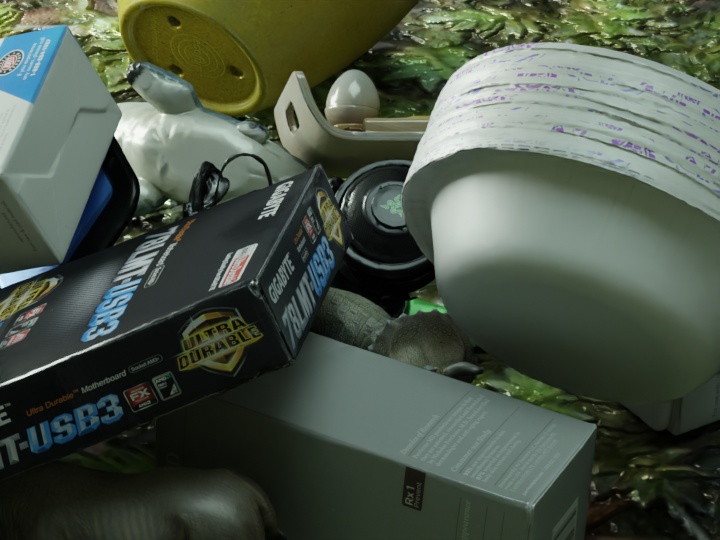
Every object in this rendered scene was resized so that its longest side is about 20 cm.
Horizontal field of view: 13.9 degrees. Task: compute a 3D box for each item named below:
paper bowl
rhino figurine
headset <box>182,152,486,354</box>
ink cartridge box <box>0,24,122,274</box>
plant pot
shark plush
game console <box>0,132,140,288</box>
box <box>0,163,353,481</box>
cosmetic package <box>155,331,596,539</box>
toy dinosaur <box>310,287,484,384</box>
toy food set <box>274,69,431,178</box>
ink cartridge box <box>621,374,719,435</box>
[{"bbox_3d":[0.115,-0.011,1.413,0.200,0.201,0.105,14,64,17],"label":"paper bowl"},{"bbox_3d":[-0.126,0.127,1.362,0.199,0.088,0.060,1,26,15],"label":"rhino figurine"},{"bbox_3d":[0.000,0.000,1.542,0.199,0.123,0.094,25,63,-12],"label":"headset"},{"bbox_3d":[-0.237,-0.051,1.548,0.199,0.067,0.116,-9,42,27],"label":"ink cartridge box"},{"bbox_3d":[-0.071,-0.179,1.810,0.199,0.200,0.142,17,58,22],"label":"plant pot"},{"bbox_3d":[-0.065,-0.067,1.720,0.199,0.091,0.083,6,1,14],"label":"shark plush"},{"bbox_3d":[-0.226,-0.030,1.588,0.175,0.117,0.200,-7,32,-18],"label":"game console"},{"bbox_3d":[-0.112,0.029,1.389,0.198,0.050,0.200,-23,14,15],"label":"box"},{"bbox_3d":[0.004,0.104,1.399,0.199,0.107,0.090,14,32,21],"label":"cosmetic package"},{"bbox_3d":[-0.012,0.045,1.498,0.200,0.103,0.077,25,37,30],"label":"toy dinosaur"},{"bbox_3d":[0.055,-0.093,1.701,0.199,0.061,0.144,-1,-7,-7],"label":"toy food set"},{"bbox_3d":[0.206,-0.003,1.614,0.199,0.085,0.145,-18,36,-30],"label":"ink cartridge box"}]
